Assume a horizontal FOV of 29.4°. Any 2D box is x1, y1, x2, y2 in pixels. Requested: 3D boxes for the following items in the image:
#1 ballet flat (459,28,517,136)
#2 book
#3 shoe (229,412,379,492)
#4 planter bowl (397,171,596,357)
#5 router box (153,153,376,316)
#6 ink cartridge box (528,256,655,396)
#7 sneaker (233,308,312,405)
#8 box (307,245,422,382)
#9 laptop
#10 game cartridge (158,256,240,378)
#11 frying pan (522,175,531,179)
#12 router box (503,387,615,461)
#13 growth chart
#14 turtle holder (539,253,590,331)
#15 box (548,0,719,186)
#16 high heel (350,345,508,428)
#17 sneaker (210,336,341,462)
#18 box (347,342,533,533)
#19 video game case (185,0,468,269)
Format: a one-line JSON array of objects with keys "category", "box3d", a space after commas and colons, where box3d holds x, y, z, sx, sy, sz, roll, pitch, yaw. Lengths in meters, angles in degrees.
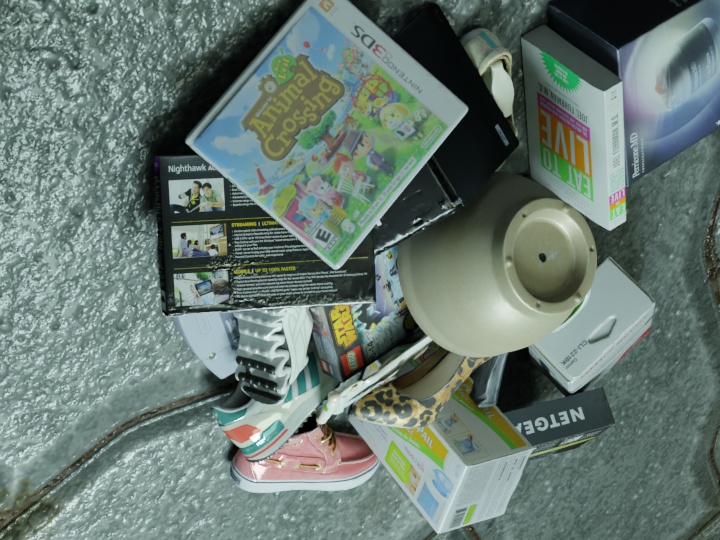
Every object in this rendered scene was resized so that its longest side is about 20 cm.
[{"category": "ballet flat", "box3d": [0.136, -0.163, 1.454, 0.067, 0.062, 0.200, -31, 138, -16]}, {"category": "book", "box3d": [0.237, -0.154, 1.492, 0.048, 0.134, 0.200, -30, 137, -16]}, {"category": "shoe", "box3d": [-0.051, 0.202, 1.595, 0.200, 0.071, 0.091, 0, 129, -34]}, {"category": "planter bowl", "box3d": [0.157, -0.011, 1.418, 0.200, 0.135, 0.200, 3, 84, -30]}, {"category": "router box", "box3d": [-0.088, -0.038, 1.283, 0.200, 0.051, 0.149, -3, 95, -13]}, {"category": "ink cartridge box", "box3d": [0.287, 0.078, 1.709, 0.144, 0.084, 0.200, -44, 165, -2]}, {"category": "sneaker", "box3d": [-0.086, 0.036, 1.389, 0.081, 0.075, 0.200, -37, 140, -46]}, {"category": "box", "box3d": [0.000, 0.000, 1.443, 0.137, 0.040, 0.200, -32, 124, -28]}, {"category": "laptop", "box3d": [0.032, -0.135, 1.368, 0.200, 0.103, 0.177, -29, 108, 14]}, {"category": "game cartridge", "box3d": [-0.133, 0.018, 1.403, 0.133, 0.041, 0.200, -33, 138, -19]}, {"category": "frying pan", "box3d": [0.116, -0.079, 1.525, 0.190, 0.031, 0.115, -43, 155, -16]}, {"category": "router box", "box3d": [0.202, 0.211, 1.740, 0.200, 0.052, 0.157, -13, 165, -14]}, {"category": "growth chart", "box3d": [0.031, 0.105, 1.496, 0.200, 0.018, 0.145, -35, 171, -22]}, {"category": "turtle holder", "box3d": [0.180, 0.014, 1.584, 0.185, 0.132, 0.141, -29, 138, -18]}, {"category": "box", "box3d": [0.327, -0.234, 1.510, 0.198, 0.123, 0.200, -31, 137, -14]}, {"category": "high heel", "box3d": [0.080, 0.094, 1.494, 0.200, 0.071, 0.143, -8, 121, -31]}, {"category": "sneaker", "box3d": [-0.081, 0.109, 1.494, 0.093, 0.070, 0.200, 48, 71, -19]}, {"category": "box", "box3d": [0.089, 0.188, 1.597, 0.101, 0.200, 0.113, -9, 132, -35]}, {"category": "video game case", "box3d": [-0.028, -0.134, 1.257, 0.182, 0.022, 0.200, 41, 79, -7]}]
